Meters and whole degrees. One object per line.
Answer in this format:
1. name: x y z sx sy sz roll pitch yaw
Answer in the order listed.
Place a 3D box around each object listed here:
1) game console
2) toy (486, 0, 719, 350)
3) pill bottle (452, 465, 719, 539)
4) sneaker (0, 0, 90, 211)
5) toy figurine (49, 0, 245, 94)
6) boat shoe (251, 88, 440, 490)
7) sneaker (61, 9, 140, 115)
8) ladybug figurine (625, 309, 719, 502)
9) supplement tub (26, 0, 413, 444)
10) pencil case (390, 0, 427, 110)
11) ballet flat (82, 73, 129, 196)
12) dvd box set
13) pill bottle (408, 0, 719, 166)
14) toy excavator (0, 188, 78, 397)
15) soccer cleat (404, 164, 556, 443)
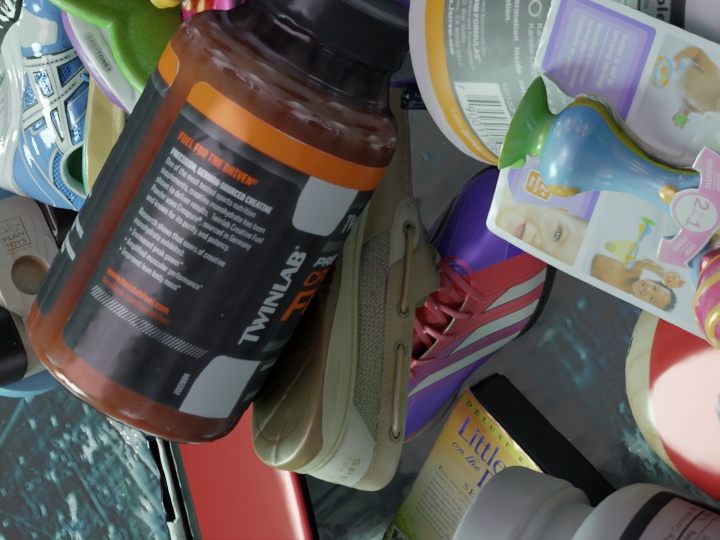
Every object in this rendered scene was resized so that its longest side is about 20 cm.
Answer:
1. game console: -0.047 0.094 0.907 0.118 0.172 0.201 -7 103 24
2. toy: 0.135 -0.005 0.579 0.199 0.047 0.116 29 134 16
3. pill bottle: 0.137 0.157 0.711 0.199 0.119 0.120 19 121 29
4. sneaker: -0.164 -0.122 0.987 0.077 0.076 0.201 27 130 15
5. toy figurine: -0.070 -0.198 0.758 0.201 0.149 0.184 65 147 21
6. boat shoe: 0.000 0.000 0.784 0.072 0.065 0.201 -23 53 51
7. sneaker: -0.063 -0.082 0.880 0.200 0.099 0.075 54 -175 -14
8. ladybug figurine: 0.183 0.046 0.677 0.199 0.072 0.137 -6 102 48
9. supplement tub: -0.054 -0.034 0.721 0.107 0.107 0.201 39 108 28
10. pencil case: 0.021 -0.177 0.740 0.084 0.085 0.201 -114 27 -61
11. ballet flat: -0.117 -0.103 0.940 0.063 0.069 0.201 17 121 26
12. dvd box set: 0.074 0.168 0.878 0.146 0.029 0.201 45 135 23
13. pill bottle: 0.124 -0.092 0.647 0.199 0.116 0.117 7 112 45
14. toy excavator: -0.254 -0.002 1.118 0.200 0.099 0.195 -33 81 57
15. soccer cleat: 0.030 0.029 0.832 0.068 0.073 0.200 51 137 18
